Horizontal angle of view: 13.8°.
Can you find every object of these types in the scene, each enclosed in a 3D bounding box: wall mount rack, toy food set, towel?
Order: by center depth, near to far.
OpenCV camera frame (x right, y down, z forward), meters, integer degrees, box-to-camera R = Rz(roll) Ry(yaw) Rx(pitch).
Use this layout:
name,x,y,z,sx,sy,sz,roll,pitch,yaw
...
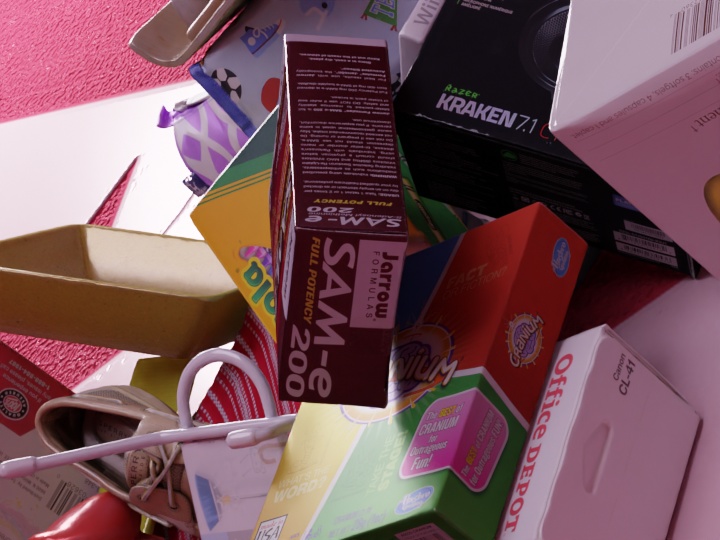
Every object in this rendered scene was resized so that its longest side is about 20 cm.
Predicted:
name,x,y,z,sx,sy,sz,roll,pitch,yaw
wall mount rack,-0.100,0.150,1.643,0.173,0.201,0.075,-10,4,31
towel,-0.083,0.118,1.788,0.200,0.022,0.145,-60,25,26
toy food set,-0.059,-0.220,1.820,0.144,0.060,0.200,-47,2,-39
towel,-0.142,0.150,1.854,0.086,0.018,0.201,-8,65,59

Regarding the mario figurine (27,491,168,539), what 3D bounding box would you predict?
name,x,y,z,sx,sy,sz,roll,pitch,yaw
mario figurine,-0.138,0.227,1.741,0.123,0.106,0.201,-6,67,9

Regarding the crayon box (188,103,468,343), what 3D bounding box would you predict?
name,x,y,z,sx,sy,sz,roll,pitch,yaw
crayon box,0.000,0.000,1.713,0.119,0.058,0.200,-49,61,24

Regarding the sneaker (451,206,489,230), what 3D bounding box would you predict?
name,x,y,z,sx,sy,sz,roll,pitch,yaw
sneaker,-0.004,0.014,1.803,0.200,0.082,0.075,-37,29,26

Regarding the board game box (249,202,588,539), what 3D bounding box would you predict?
name,x,y,z,sx,sy,sz,roll,pitch,yaw
board game box,0.028,0.071,1.537,0.153,0.040,0.200,-23,36,43

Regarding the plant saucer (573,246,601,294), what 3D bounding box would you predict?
name,x,y,z,sx,sy,sz,roll,pitch,yaw
plant saucer,0.133,-0.039,1.731,0.200,0.019,0.070,-56,27,-12

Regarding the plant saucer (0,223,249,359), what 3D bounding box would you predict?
name,x,y,z,sx,sy,sz,roll,pitch,yaw
plant saucer,-0.142,0.014,1.891,0.199,0.200,0.049,8,100,22

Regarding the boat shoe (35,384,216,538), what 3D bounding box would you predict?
name,x,y,z,sx,sy,sz,roll,pitch,yaw
boat shoe,-0.110,0.116,1.719,0.200,0.065,0.072,24,105,42

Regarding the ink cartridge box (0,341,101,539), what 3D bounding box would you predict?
name,x,y,z,sx,sy,sz,roll,pitch,yaw
ink cartridge box,-0.245,0.162,1.903,0.200,0.148,0.086,-59,25,-16

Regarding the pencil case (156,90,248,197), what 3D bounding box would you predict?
name,x,y,z,sx,sy,sz,roll,pitch,yaw
pencil case,-0.047,-0.133,2.059,0.200,0.085,0.084,-36,22,26

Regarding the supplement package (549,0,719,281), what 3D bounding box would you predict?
name,x,y,z,sx,sy,sz,roll,pitch,yaw
supplement package,0.233,-0.096,1.440,0.191,0.200,0.147,-29,34,38

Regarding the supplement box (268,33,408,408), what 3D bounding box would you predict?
name,x,y,z,sx,sy,sz,roll,pitch,yaw
supplement box,-0.014,-0.029,1.564,0.200,0.061,0.109,-96,11,-57

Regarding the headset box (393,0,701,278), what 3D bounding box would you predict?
name,x,y,z,sx,sy,sz,roll,pitch,yaw
headset box,0.140,-0.121,1.650,0.174,0.093,0.200,18,65,22

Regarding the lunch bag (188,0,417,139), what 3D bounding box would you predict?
name,x,y,z,sx,sy,sz,roll,pitch,yaw
lunch bag,0.008,-0.160,1.880,0.170,0.124,0.200,-44,-8,24

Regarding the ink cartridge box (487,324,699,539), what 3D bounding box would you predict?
name,x,y,z,sx,sy,sz,roll,pitch,yaw
ink cartridge box,0.064,0.131,1.544,0.200,0.086,0.148,-21,38,44

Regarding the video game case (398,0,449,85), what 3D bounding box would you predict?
name,x,y,z,sx,sy,sz,roll,pitch,yaw
video game case,0.073,-0.173,1.736,0.143,0.018,0.200,85,-151,-61
